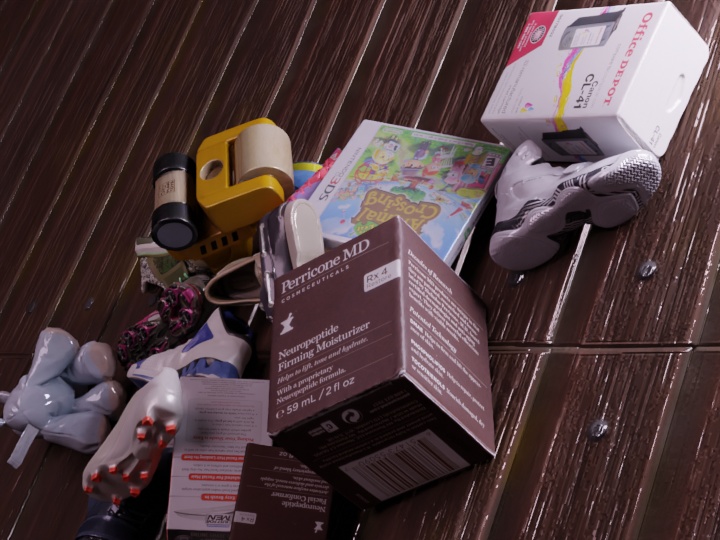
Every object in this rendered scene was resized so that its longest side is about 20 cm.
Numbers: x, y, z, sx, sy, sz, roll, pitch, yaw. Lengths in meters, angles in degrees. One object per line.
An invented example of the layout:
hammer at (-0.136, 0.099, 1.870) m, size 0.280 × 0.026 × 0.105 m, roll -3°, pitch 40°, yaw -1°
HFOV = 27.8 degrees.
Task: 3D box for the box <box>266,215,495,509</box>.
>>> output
box at (0.020, 0.094, 1.437) m, size 0.165 × 0.164 × 0.201 m, roll -27°, pitch 42°, yaw 26°

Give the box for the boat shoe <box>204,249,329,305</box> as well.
boat shoe at (-0.097, 0.005, 1.715) m, size 0.198 × 0.073 × 0.065 m, roll -13°, pitch 9°, yaw 33°

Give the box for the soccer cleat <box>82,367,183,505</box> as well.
soccer cleat at (-0.245, 0.186, 1.596) m, size 0.200 × 0.069 × 0.078 m, roll -49°, pitch 24°, yaw 38°

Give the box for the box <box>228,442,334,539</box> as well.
box at (-0.082, 0.279, 1.444) m, size 0.099 × 0.075 × 0.202 m, roll 7°, pitch 56°, yaw 2°

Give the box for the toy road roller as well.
toy road roller at (-0.157, -0.078, 1.783) m, size 0.198 × 0.146 × 0.124 m, roll -21°, pitch 45°, yaw 15°

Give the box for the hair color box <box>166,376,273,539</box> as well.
hair color box at (-0.150, 0.214, 1.580) m, size 0.064 × 0.110 × 0.201 m, roll 97°, pitch 174°, yaw -46°

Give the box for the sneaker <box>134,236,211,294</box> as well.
sneaker at (-0.231, 0.005, 1.923) m, size 0.199 × 0.076 × 0.090 m, roll 6°, pitch 90°, yaw 52°

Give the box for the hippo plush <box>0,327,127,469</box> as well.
hippo plush at (-0.398, 0.186, 1.909) m, size 0.201 × 0.159 × 0.161 m, roll -53°, pitch 4°, yaw -21°

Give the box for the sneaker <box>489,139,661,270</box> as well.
sneaker at (0.209, -0.090, 1.467) m, size 0.199 × 0.075 × 0.116 m, roll -32°, pitch 42°, yaw 32°

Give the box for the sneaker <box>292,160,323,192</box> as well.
sneaker at (-0.112, -0.086, 1.848) m, size 0.199 × 0.066 × 0.079 m, roll -4°, pitch 60°, yaw 47°

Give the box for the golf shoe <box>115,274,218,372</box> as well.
golf shoe at (-0.237, 0.075, 1.862) m, size 0.200 × 0.073 × 0.092 m, roll -40°, pitch -11°, yaw 38°

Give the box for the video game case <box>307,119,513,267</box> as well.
video game case at (0.046, -0.085, 1.599) m, size 0.198 × 0.022 × 0.183 m, roll 14°, pitch 55°, yaw 30°

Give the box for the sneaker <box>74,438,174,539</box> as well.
sneaker at (-0.255, 0.282, 1.666) m, size 0.202 × 0.077 × 0.147 m, roll -32°, pitch 30°, yaw 39°

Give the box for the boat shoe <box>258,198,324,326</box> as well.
boat shoe at (-0.075, 0.027, 1.555) m, size 0.062 × 0.072 × 0.203 m, roll -11°, pitch 77°, yaw 35°

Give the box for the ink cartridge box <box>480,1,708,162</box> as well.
ink cartridge box at (0.241, -0.194, 1.515) m, size 0.199 × 0.085 × 0.149 m, roll 5°, pitch 63°, yaw 52°

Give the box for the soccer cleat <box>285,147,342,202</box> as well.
soccer cleat at (-0.038, -0.098, 1.700) m, size 0.199 × 0.077 × 0.067 m, roll -30°, pitch 25°, yaw -18°

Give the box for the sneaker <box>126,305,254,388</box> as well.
sneaker at (-0.187, 0.109, 1.763) m, size 0.198 × 0.081 × 0.116 m, roll -10°, pitch 40°, yaw 50°
